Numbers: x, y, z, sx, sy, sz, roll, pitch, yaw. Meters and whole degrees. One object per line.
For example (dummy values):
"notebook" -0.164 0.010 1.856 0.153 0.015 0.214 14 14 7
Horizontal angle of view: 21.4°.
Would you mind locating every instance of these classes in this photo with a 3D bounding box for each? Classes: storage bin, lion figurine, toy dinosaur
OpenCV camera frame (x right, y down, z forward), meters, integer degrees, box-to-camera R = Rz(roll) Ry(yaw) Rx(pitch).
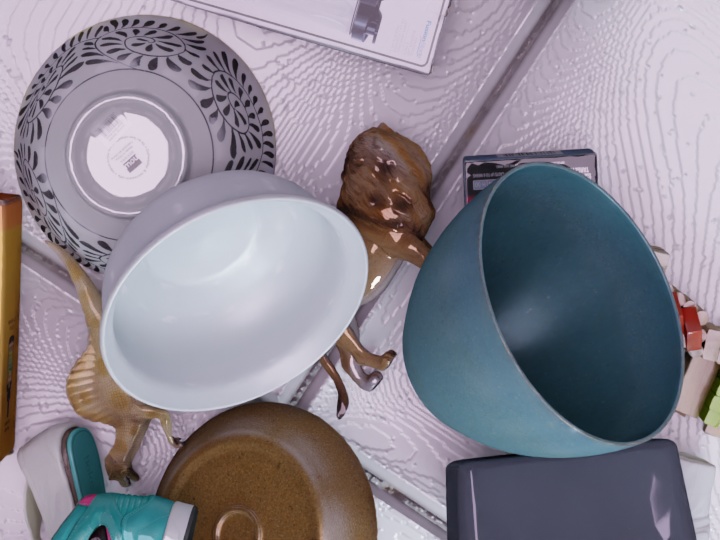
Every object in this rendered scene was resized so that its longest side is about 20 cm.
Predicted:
"storage bin" 0.146 0.192 1.327 0.199 0.146 0.135 -7 86 -5
"lion figurine" 0.000 0.000 1.407 0.122 0.072 0.200 37 101 5
"toy dinosaur" -0.173 0.070 1.418 0.100 0.058 0.201 -13 103 -5

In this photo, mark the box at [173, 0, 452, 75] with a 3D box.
"box" -0.027 -0.224 1.387 0.199 0.060 0.117 15 97 0

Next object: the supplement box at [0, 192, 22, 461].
"supplement box" -0.291 0.043 1.422 0.068 0.067 0.201 1 96 2

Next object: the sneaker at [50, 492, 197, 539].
"sneaker" -0.202 0.248 1.368 0.120 0.084 0.201 18 93 1

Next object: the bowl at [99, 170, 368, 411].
"bowl" -0.102 -0.001 1.346 0.200 0.091 0.202 -18 137 -17

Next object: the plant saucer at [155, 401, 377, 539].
"plant saucer" -0.083 0.195 1.400 0.199 0.035 0.202 -5 79 28

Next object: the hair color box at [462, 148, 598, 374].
"hair color box" 0.130 0.014 1.409 0.098 0.061 0.201 -3 97 3

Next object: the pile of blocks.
"pile of blocks" 0.240 0.060 1.410 0.082 0.062 0.200 -43 93 6

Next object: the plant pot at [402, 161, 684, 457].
"plant pot" 0.106 0.044 1.304 0.134 0.200 0.201 -29 96 41

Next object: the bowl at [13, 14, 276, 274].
"bowl" -0.163 -0.087 1.390 0.199 0.094 0.202 0 96 1

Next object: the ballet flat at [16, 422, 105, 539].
"ballet flat" -0.216 0.216 1.447 0.069 0.069 0.201 -14 92 3

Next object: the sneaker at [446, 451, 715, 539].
"sneaker" 0.167 0.168 1.425 0.199 0.074 0.116 7 93 -6
